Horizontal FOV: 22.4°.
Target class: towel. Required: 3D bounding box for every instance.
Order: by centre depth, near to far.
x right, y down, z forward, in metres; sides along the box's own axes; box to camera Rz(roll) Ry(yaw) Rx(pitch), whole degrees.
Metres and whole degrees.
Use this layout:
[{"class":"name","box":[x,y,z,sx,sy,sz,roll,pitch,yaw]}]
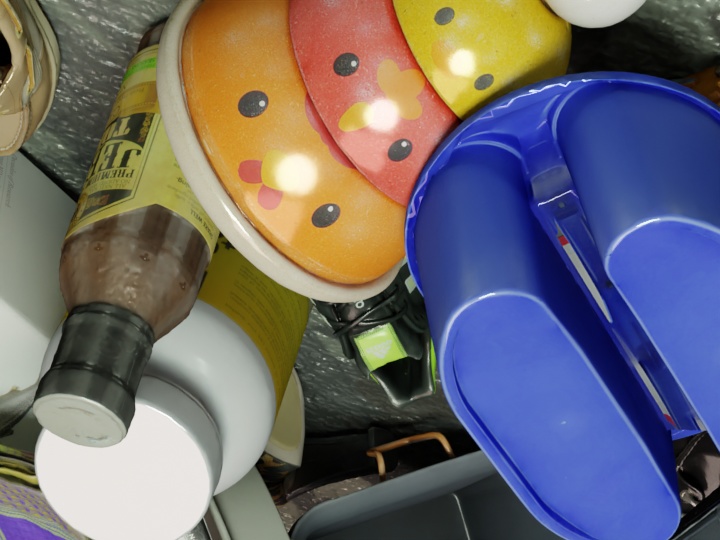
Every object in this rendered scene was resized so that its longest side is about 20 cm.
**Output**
[{"class":"towel","box":[-0.187,0.132,0.946,0.143,0.023,0.200,15,150,15]}]

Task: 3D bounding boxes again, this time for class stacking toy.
[{"class":"stacking toy","box":[0.031,-0.090,0.715,0.199,0.147,0.146,-31,129,31]}]

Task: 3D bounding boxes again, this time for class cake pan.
[{"class":"cake pan","box":[-0.062,0.183,1.029,0.036,0.201,0.201,-18,155,-14]}]

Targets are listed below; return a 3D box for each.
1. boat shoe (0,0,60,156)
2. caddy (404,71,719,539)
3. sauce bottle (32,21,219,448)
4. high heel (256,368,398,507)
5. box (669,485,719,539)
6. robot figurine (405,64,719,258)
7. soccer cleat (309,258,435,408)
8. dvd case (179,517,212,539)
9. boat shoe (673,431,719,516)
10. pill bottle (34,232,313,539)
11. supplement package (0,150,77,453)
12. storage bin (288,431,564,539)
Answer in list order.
[{"class":"boat shoe","box":[-0.181,-0.103,0.825,0.073,0.070,0.200,14,151,4]},{"class":"caddy","box":[0.102,0.015,0.709,0.141,0.105,0.200,-24,128,17]},{"class":"sauce bottle","box":[-0.092,-0.019,0.788,0.064,0.201,0.065,9,144,6]},{"class":"high heel","box":[-0.089,0.100,1.131,0.142,0.072,0.200,-16,147,36]},{"class":"box","box":[0.234,0.112,0.830,0.107,0.199,0.149,52,153,10]},{"class":"robot figurine","box":[0.103,-0.015,0.803,0.199,0.058,0.145,-22,110,36]},{"class":"soccer cleat","box":[0.000,0.000,0.880,0.067,0.081,0.200,-20,148,10]},{"class":"dvd case","box":[-0.082,0.198,0.998,0.022,0.201,0.146,-22,-173,-14]},{"class":"boat shoe","box":[0.199,0.121,1.023,0.071,0.068,0.200,14,152,5]},{"class":"pill bottle","box":[-0.088,0.040,0.873,0.111,0.200,0.113,4,119,7]},{"class":"supplement package","box":[-0.198,0.025,0.959,0.117,0.118,0.200,-31,126,21]},{"class":"storage bin","box":[0.029,0.179,1.119,0.199,0.147,0.134,-15,175,-26]}]
